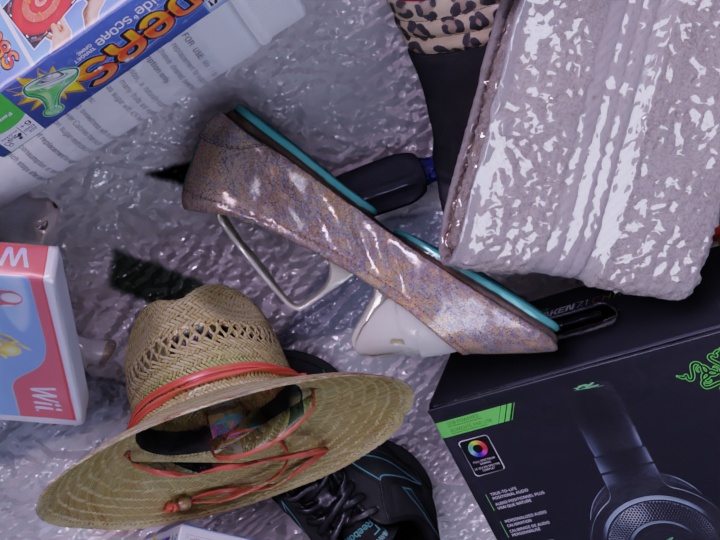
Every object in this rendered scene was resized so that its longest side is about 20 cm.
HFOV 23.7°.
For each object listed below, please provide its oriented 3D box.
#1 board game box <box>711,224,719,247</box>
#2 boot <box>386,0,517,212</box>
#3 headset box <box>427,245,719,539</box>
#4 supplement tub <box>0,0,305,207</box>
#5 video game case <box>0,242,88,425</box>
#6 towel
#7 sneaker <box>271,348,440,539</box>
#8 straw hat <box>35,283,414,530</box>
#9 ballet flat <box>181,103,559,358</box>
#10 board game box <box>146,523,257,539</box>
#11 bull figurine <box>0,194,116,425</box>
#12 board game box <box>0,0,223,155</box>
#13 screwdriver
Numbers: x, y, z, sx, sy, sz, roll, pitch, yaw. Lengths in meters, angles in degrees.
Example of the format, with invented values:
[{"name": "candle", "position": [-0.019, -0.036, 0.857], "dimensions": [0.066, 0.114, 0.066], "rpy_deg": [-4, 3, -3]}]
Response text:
[{"name": "board game box", "position": [0.229, -0.027, 0.963], "dimensions": [0.199, 0.035, 0.126], "rpy_deg": [17, 119, -33]}, {"name": "boot", "position": [0.115, -0.100, 0.814], "dimensions": [0.199, 0.073, 0.151], "rpy_deg": [-20, 122, 5]}, {"name": "headset box", "position": [0.155, 0.096, 0.918], "dimensions": [0.174, 0.093, 0.201], "rpy_deg": [-17, 113, 26]}, {"name": "supplement tub", "position": [-0.137, -0.105, 0.680], "dimensions": [0.199, 0.132, 0.132], "rpy_deg": [-30, 133, 3]}, {"name": "video game case", "position": [-0.216, 0.022, 0.699], "dimensions": [0.199, 0.018, 0.143], "rpy_deg": [4, 152, -2]}, {"name": "towel", "position": [0.119, -0.086, 0.762], "dimensions": [0.132, 0.034, 0.201], "rpy_deg": [9, 105, -20]}, {"name": "sneaker", "position": [-0.014, 0.111, 0.948], "dimensions": [0.075, 0.079, 0.200], "rpy_deg": [-41, 130, 13]}, {"name": "straw hat", "position": [-0.074, 0.054, 0.831], "dimensions": [0.200, 0.085, 0.201], "rpy_deg": [-16, 160, -6]}, {"name": "ballet flat", "position": [0.000, 0.000, 0.824], "dimensions": [0.200, 0.068, 0.067], "rpy_deg": [34, 91, -3]}, {"name": "board game box", "position": [-0.017, 0.182, 0.945], "dimensions": [0.199, 0.034, 0.134], "rpy_deg": [15, 165, -11]}, {"name": "bull figurine", "position": [-0.194, 0.039, 0.814], "dimensions": [0.200, 0.065, 0.121], "rpy_deg": [-40, 114, 17]}, {"name": "board game box", "position": [-0.119, -0.158, 0.590], "dimensions": [0.135, 0.200, 0.034], "rpy_deg": [-34, 159, 6]}, {"name": "screwdriver", "position": [0.067, -0.065, 0.872], "dimensions": [0.199, 0.028, 0.029], "rpy_deg": [-22, 162, -6]}]
